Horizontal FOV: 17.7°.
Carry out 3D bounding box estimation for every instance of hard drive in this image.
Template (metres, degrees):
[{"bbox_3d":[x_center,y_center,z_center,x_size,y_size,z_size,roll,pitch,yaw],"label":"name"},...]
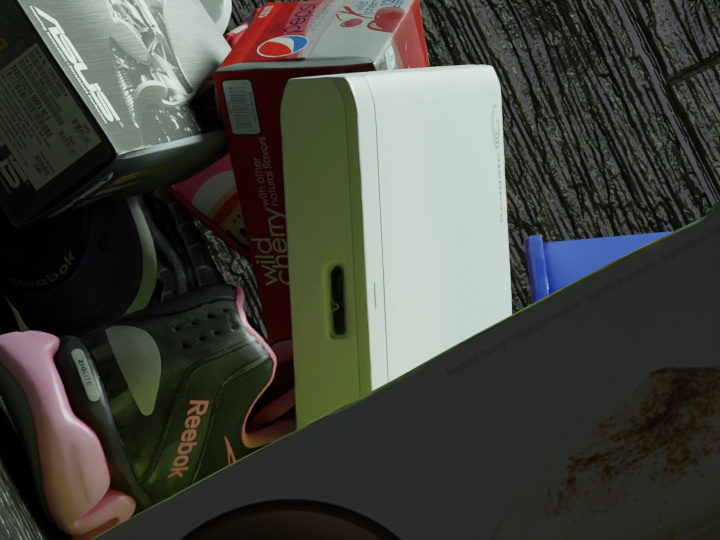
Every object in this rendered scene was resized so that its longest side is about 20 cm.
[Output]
[{"bbox_3d":[0.017,-0.001,0.775,0.200,0.027,0.132,-21,109,-74],"label":"hard drive"}]

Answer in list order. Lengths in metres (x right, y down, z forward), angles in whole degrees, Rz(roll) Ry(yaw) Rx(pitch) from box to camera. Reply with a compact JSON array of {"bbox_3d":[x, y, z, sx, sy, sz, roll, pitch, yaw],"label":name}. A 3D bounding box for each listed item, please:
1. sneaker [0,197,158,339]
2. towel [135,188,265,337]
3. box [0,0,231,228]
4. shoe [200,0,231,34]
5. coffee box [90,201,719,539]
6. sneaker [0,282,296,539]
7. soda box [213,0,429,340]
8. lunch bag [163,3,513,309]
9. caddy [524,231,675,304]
[{"bbox_3d":[-0.138,-0.072,0.874,0.200,0.076,0.088,62,3,24],"label":"sneaker"},{"bbox_3d":[-0.065,0.067,0.997,0.200,0.085,0.166,61,-3,32],"label":"towel"},{"bbox_3d":[-0.126,-0.117,0.824,0.200,0.048,0.158,57,20,3],"label":"box"},{"bbox_3d":[-0.144,-0.141,1.047,0.200,0.072,0.091,26,-15,11],"label":"shoe"},{"bbox_3d":[0.056,0.134,0.605,0.198,0.199,0.200,62,-2,17],"label":"coffee box"},{"bbox_3d":[-0.049,0.061,0.742,0.079,0.095,0.200,59,-5,22],"label":"sneaker"},{"bbox_3d":[0.000,0.000,0.878,0.070,0.063,0.200,-62,147,-58],"label":"soda box"},{"bbox_3d":[-0.003,-0.034,1.022,0.176,0.082,0.200,40,13,-4],"label":"lunch bag"},{"bbox_3d":[0.102,0.054,0.977,0.200,0.105,0.142,21,63,-85],"label":"caddy"}]
